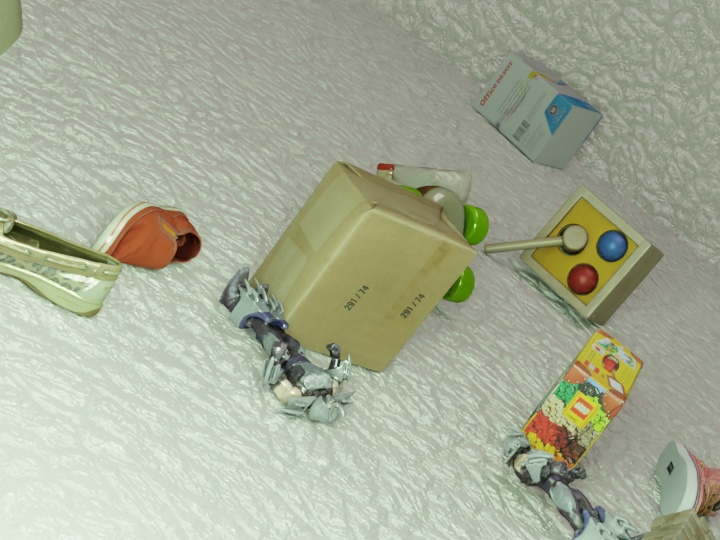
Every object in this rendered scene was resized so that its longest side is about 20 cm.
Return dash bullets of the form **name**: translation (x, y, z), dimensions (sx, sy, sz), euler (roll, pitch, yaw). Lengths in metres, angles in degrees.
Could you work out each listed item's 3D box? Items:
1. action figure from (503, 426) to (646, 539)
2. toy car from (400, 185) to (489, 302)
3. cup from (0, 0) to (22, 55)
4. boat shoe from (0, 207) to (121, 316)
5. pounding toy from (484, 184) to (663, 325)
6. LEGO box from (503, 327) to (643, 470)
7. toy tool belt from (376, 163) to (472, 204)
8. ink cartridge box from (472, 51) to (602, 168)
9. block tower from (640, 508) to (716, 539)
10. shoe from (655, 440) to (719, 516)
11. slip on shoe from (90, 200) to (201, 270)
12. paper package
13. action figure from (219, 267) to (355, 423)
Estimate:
- **action figure**: translation (0.232, 0.252, 1.855), dimensions (0.200, 0.069, 0.130), euler (48, 16, 23)
- **toy car**: translation (0.045, -0.048, 2.250), dimensions (0.164, 0.159, 0.200), euler (14, 1, -44)
- **cup**: translation (-0.473, -0.309, 1.878), dimensions (0.144, 0.200, 0.201), euler (57, 8, -28)
- **boat shoe**: translation (-0.331, -0.029, 1.594), dimensions (0.199, 0.063, 0.073), euler (29, 20, -18)
- **pounding toy**: translation (0.343, -0.030, 2.624), dimensions (0.200, 0.184, 0.142), euler (43, 8, 22)
- **LEGO box**: translation (0.267, 0.170, 2.017), dimensions (0.077, 0.149, 0.200), euler (38, 18, 7)
- **toy tool belt**: translation (0.079, -0.091, 2.400), dimensions (0.124, 0.124, 0.200), euler (3, 5, -31)
- **ink cartridge box**: translation (0.373, -0.338, 3.436), dimensions (0.200, 0.147, 0.146), euler (47, 22, 28)
- **block tower**: translation (0.321, 0.331, 1.762), dimensions (0.054, 0.058, 0.200), euler (61, 36, -8)
- **shoe**: translation (0.449, 0.292, 2.158), dimensions (0.091, 0.072, 0.200), euler (29, 14, -2)
- **slip on shoe**: translation (-0.230, -0.032, 1.774), dimensions (0.061, 0.074, 0.200), euler (43, 15, 12)
- **paper package**: translation (0.000, 0.000, 1.889), dimensions (0.190, 0.200, 0.104), euler (21, 24, -39)
- **action figure**: translation (-0.076, 0.091, 1.745), dimensions (0.200, 0.069, 0.130), euler (50, 18, 29)
